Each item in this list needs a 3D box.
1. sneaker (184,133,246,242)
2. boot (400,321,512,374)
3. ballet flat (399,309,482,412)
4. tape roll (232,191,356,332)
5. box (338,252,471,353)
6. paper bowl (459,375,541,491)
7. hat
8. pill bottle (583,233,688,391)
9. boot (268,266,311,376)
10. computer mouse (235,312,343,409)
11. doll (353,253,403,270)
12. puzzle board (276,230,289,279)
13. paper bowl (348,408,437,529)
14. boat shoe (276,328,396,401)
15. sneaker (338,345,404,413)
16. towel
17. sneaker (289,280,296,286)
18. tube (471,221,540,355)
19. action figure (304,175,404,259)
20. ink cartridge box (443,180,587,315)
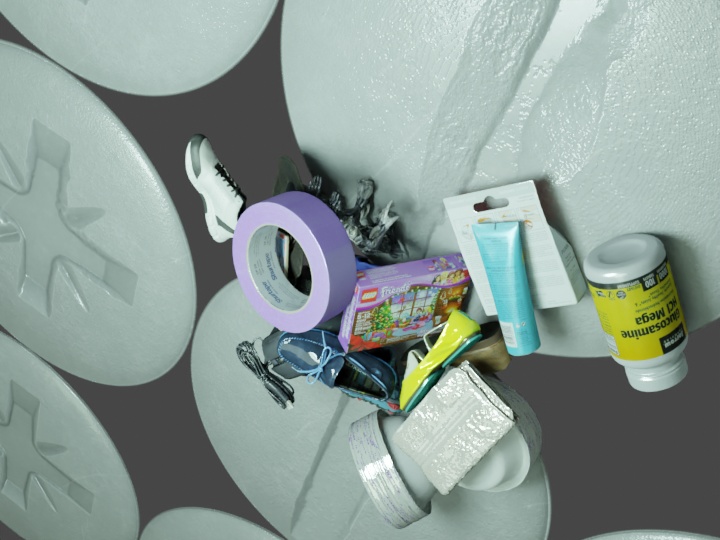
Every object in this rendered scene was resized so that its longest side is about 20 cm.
[{"bbox_3d":[-0.236,-0.144,1.742,0.079,0.074,0.202,-4,123,24],"label":"sneaker"},{"bbox_3d":[0.155,0.143,1.662,0.198,0.074,0.076,-14,118,36],"label":"boot"},{"bbox_3d":[0.113,0.137,1.601,0.067,0.067,0.200,49,121,17],"label":"ballet flat"},{"bbox_3d":[-0.100,-0.012,1.518,0.199,0.065,0.203,18,119,37],"label":"tape roll"},{"bbox_3d":[0.069,0.050,1.577,0.039,0.198,0.138,-123,33,-42],"label":"box"},{"bbox_3d":[0.192,0.281,1.694,0.199,0.104,0.203,17,127,24],"label":"paper bowl"},{"bbox_3d":[-0.085,-0.089,1.635,0.200,0.080,0.204,175,90,-72],"label":"hat"},{"bbox_3d":[0.388,0.061,1.412,0.111,0.112,0.202,-6,116,37],"label":"pill bottle"},{"bbox_3d":[-0.046,0.105,1.713,0.198,0.077,0.169,23,114,-5],"label":"boot"},{"bbox_3d":[-0.100,0.133,1.662,0.199,0.053,0.139,-37,98,18],"label":"computer mouse"},{"bbox_3d":[0.000,0.000,1.661,0.199,0.049,0.136,16,164,40],"label":"doll"},{"bbox_3d":[-0.154,0.004,1.696,0.200,0.017,0.153,-152,63,-68],"label":"puzzle board"},{"bbox_3d":[0.068,0.335,1.773,0.104,0.201,0.202,-29,103,10],"label":"paper bowl"},{"bbox_3d":[-0.036,0.146,1.595,0.197,0.069,0.085,15,116,-3],"label":"boat shoe"},{"bbox_3d":[0.039,0.176,1.710,0.096,0.199,0.080,-49,50,16],"label":"sneaker"},{"bbox_3d":[0.147,0.249,1.606,0.133,0.034,0.201,45,118,16],"label":"towel"},{"bbox_3d":[-0.087,0.056,1.778,0.091,0.078,0.201,-28,106,26],"label":"sneaker"},{"bbox_3d":[0.218,0.025,1.492,0.077,0.050,0.202,-4,112,32],"label":"tube"},{"bbox_3d":[0.009,-0.081,1.573,0.119,0.199,0.103,36,99,42],"label":"action figure"},{"bbox_3d":[0.227,-0.036,1.506,0.159,0.047,0.202,-9,111,39],"label":"ink cartridge box"}]
